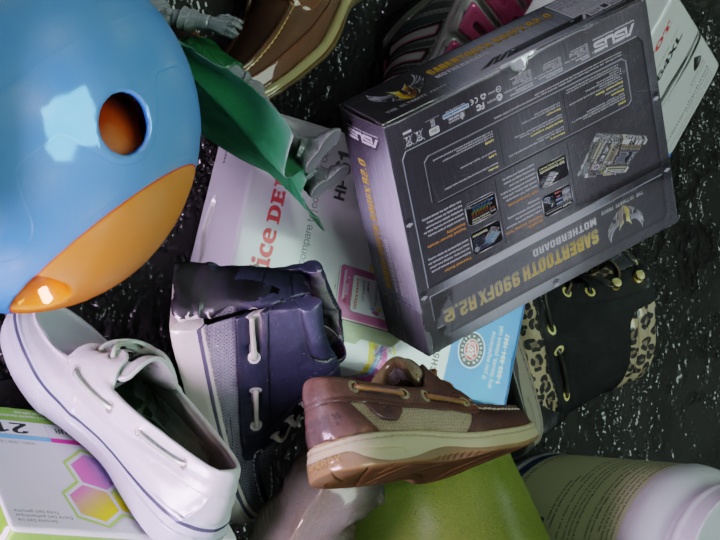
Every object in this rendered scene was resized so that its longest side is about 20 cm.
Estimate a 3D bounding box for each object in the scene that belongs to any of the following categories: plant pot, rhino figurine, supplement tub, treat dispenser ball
[{"bbox_3d":[0.045,0.201,1.545,0.200,0.200,0.194,-5,81,-41],"label":"plant pot"},{"bbox_3d":[-0.050,0.184,1.447,0.201,0.060,0.087,-59,173,6],"label":"rhino figurine"},{"bbox_3d":[0.187,0.201,1.646,0.145,0.199,0.146,0,90,-41],"label":"supplement tub"},{"bbox_3d":[-0.186,-0.076,1.314,0.200,0.200,0.202,0,90,-42],"label":"treat dispenser ball"}]

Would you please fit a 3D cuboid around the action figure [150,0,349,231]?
[{"bbox_3d":[-0.091,-0.116,1.426,0.055,0.200,0.118,-42,157,-17],"label":"action figure"}]

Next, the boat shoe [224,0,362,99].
[{"bbox_3d":[-0.045,-0.172,1.531,0.068,0.072,0.200,53,52,-22],"label":"boat shoe"}]

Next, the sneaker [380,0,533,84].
[{"bbox_3d":[0.042,-0.123,1.605,0.074,0.087,0.200,31,92,-30],"label":"sneaker"}]

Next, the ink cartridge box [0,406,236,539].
[{"bbox_3d":[-0.142,0.172,1.344,0.147,0.200,0.076,8,122,-35],"label":"ink cartridge box"}]

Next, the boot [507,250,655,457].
[{"bbox_3d":[0.132,0.013,1.682,0.150,0.073,0.201,-21,104,-40],"label":"boot"}]

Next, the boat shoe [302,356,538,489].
[{"bbox_3d":[0.034,0.083,1.418,0.200,0.072,0.072,-1,70,-51],"label":"boat shoe"}]

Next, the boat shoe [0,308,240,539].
[{"bbox_3d":[-0.129,0.071,1.373,0.073,0.200,0.067,-8,135,-50],"label":"boat shoe"}]

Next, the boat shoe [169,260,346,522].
[{"bbox_3d":[-0.050,0.075,1.421,0.201,0.092,0.075,79,9,-46],"label":"boat shoe"}]

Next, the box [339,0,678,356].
[{"bbox_3d":[0.093,-0.063,1.452,0.199,0.048,0.159,-28,123,-23],"label":"box"}]

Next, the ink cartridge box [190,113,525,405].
[{"bbox_3d":[0.000,0.000,1.514,0.199,0.085,0.145,16,78,-18],"label":"ink cartridge box"}]

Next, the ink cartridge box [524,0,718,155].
[{"bbox_3d":[0.157,-0.116,1.615,0.146,0.084,0.200,-61,162,1],"label":"ink cartridge box"}]

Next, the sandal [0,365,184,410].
[{"bbox_3d":[-0.142,0.096,1.456,0.199,0.045,0.076,1,89,-42],"label":"sandal"}]
